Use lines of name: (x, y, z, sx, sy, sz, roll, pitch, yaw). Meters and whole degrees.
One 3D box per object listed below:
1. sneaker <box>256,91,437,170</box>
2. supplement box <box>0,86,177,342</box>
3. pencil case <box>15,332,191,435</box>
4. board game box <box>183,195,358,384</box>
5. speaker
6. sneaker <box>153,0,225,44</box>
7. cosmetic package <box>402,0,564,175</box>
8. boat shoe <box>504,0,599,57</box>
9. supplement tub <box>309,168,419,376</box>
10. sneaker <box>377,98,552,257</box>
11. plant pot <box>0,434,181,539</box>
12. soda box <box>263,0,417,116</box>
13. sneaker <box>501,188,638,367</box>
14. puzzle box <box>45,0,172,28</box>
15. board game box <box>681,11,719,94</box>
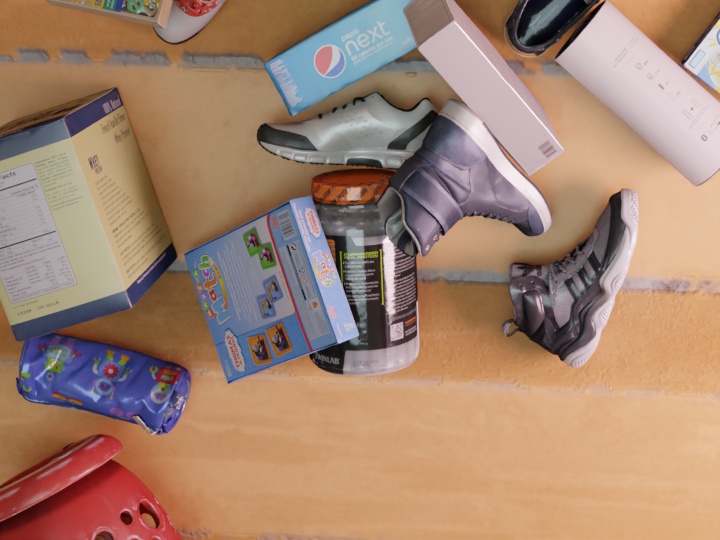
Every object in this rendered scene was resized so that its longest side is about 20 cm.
sneaker: (-0.010, -0.150, 1.619, 0.197, 0.074, 0.081, 2, 101, -2)
supplement box: (-0.305, -0.063, 1.608, 0.133, 0.200, 0.202, -16, 103, 11)
pencil case: (-0.287, 0.127, 1.717, 0.198, 0.088, 0.078, 14, 146, 5)
board game box: (-0.098, 0.024, 1.619, 0.199, 0.036, 0.153, -22, 86, 47)
speaker: (0.293, -0.181, 1.560, 0.200, 0.081, 0.081, 40, 106, -4)
sneaker: (-0.154, -0.309, 1.571, 0.067, 0.108, 0.201, 45, 106, -6)
cosmetic package: (0.123, -0.189, 1.537, 0.050, 0.083, 0.200, -34, 125, 17)
boat shoe: (0.220, -0.296, 1.549, 0.074, 0.062, 0.200, 41, 105, -2)
supplement tub: (0.000, 0.000, 1.625, 0.121, 0.123, 0.203, 0, 105, 7)
sneaker: (0.103, -0.059, 1.569, 0.147, 0.077, 0.202, -53, 130, -7)
plant pot: (-0.316, 0.296, 1.711, 0.199, 0.200, 0.184, -28, 92, 14)
soda box: (0.003, -0.237, 1.590, 0.198, 0.068, 0.065, -27, 100, 13)
sneaker: (0.217, -0.002, 1.619, 0.113, 0.076, 0.202, 18, 109, 0)
puzzle box: (-0.238, -0.358, 1.569, 0.131, 0.025, 0.202, 12, 86, 13)
board game box: (0.437, -0.248, 1.546, 0.135, 0.034, 0.201, 36, 106, -3)
